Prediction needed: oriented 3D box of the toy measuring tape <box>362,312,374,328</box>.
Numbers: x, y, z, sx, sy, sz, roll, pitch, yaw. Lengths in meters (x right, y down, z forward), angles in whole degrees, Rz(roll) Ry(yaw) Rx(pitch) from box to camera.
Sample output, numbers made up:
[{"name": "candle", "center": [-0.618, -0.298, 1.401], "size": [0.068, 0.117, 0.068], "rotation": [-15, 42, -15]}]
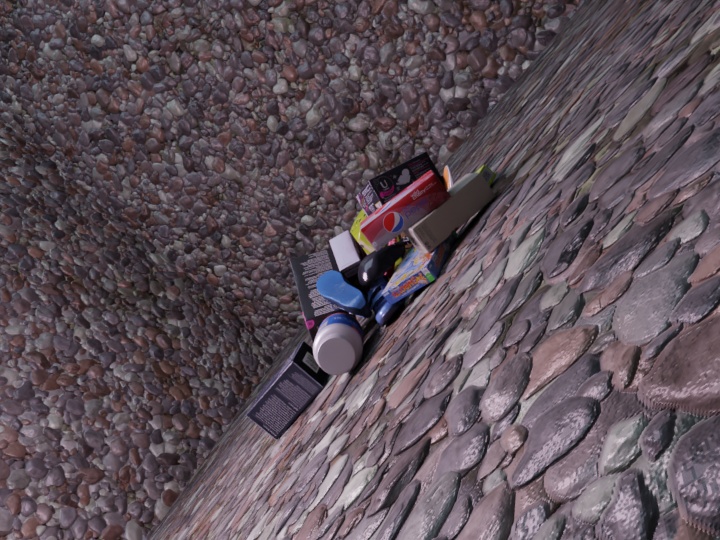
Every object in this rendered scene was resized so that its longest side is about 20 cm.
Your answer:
[{"name": "toy measuring tape", "center": [-0.031, 0.151, 1.734], "size": [0.200, 0.073, 0.074], "rotation": [-51, 4, -2]}]

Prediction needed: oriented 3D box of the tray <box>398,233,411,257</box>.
[{"name": "tray", "center": [0.130, -0.079, 1.829], "size": [0.037, 0.100, 0.200], "rotation": [-14, 6, 1]}]

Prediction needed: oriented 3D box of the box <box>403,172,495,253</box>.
[{"name": "box", "center": [0.192, -0.127, 1.440], "size": [0.200, 0.069, 0.082], "rotation": [-39, 13, -6]}]

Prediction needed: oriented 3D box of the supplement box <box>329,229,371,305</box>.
[{"name": "supplement box", "center": [0.000, 0.000, 1.674], "size": [0.061, 0.200, 0.109], "rotation": [-27, 52, 9]}]

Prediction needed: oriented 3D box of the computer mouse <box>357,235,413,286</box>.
[{"name": "computer mouse", "center": [0.048, -0.031, 1.559], "size": [0.138, 0.053, 0.200], "rotation": [-31, 8, 40]}]

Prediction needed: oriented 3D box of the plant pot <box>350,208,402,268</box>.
[{"name": "plant pot", "center": [0.062, -0.095, 2.096], "size": [0.182, 0.198, 0.200], "rotation": [-59, 8, -28]}]

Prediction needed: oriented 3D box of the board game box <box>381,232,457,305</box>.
[{"name": "board game box", "center": [0.134, -0.015, 1.460], "size": [0.135, 0.035, 0.200], "rotation": [-33, 13, 34]}]

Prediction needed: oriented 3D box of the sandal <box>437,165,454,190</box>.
[{"name": "sandal", "center": [0.181, -0.147, 1.551], "size": [0.080, 0.059, 0.208], "rotation": [-97, 8, -51]}]

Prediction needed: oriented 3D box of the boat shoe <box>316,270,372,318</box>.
[{"name": "boat shoe", "center": [-0.042, 0.065, 1.527], "size": [0.084, 0.069, 0.200], "rotation": [-41, 34, -3]}]

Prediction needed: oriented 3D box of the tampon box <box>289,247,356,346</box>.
[{"name": "tampon box", "center": [-0.089, 0.072, 1.672], "size": [0.125, 0.201, 0.150], "rotation": [-16, -38, -2]}]

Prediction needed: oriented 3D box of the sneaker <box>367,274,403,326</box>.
[{"name": "sneaker", "center": [0.051, 0.065, 1.512], "size": [0.074, 0.082, 0.200], "rotation": [-48, 7, 14]}]

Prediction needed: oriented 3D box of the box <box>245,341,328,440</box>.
[{"name": "box", "center": [-0.183, 0.310, 1.709], "size": [0.200, 0.107, 0.149], "rotation": [-49, 5, 15]}]

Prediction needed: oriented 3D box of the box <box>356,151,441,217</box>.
[{"name": "box", "center": [0.108, -0.217, 1.793], "size": [0.199, 0.115, 0.132], "rotation": [-28, -4, -21]}]

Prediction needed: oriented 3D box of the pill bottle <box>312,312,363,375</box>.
[{"name": "pill bottle", "center": [-0.048, 0.167, 1.469], "size": [0.112, 0.112, 0.200], "rotation": [-50, 5, 6]}]

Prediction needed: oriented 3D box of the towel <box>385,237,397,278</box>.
[{"name": "towel", "center": [0.081, -0.030, 1.838], "size": [0.200, 0.022, 0.146], "rotation": [-85, 6, -68]}]

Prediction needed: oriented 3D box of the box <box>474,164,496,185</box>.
[{"name": "box", "center": [0.249, -0.166, 1.640], "size": [0.122, 0.048, 0.200], "rotation": [-56, 6, -32]}]

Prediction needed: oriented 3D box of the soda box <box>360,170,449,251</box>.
[{"name": "soda box", "center": [0.094, -0.131, 1.425], "size": [0.199, 0.064, 0.070], "rotation": [-37, 13, 10]}]
